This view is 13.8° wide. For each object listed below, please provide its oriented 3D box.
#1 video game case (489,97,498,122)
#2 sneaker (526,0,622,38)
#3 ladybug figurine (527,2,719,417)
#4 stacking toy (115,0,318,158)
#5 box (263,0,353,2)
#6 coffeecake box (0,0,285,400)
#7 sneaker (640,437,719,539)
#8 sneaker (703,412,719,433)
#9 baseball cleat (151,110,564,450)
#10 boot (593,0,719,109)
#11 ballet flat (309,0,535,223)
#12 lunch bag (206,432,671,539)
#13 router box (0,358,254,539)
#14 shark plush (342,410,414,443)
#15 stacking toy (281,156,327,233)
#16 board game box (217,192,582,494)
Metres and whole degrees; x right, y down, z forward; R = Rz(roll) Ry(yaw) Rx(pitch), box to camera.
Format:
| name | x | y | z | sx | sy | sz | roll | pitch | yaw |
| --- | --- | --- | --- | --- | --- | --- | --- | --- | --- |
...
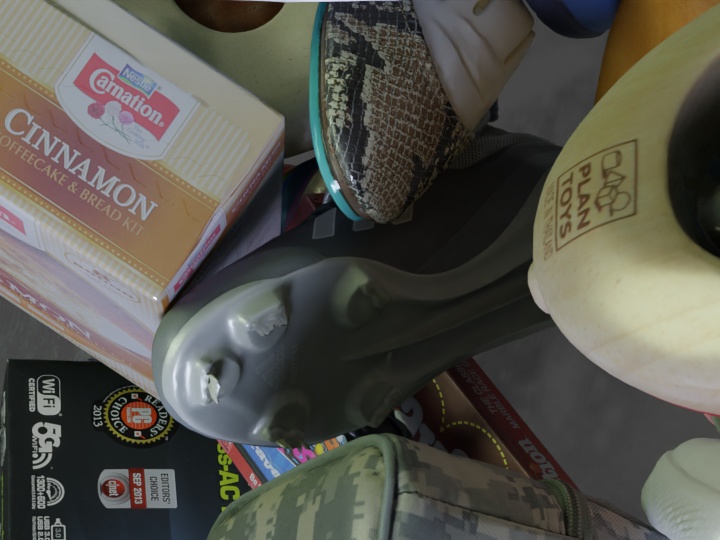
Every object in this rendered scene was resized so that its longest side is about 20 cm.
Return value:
| name | x | y | z | sx | sy | sz | roll | pitch | yaw |
| --- | --- | --- | --- | --- | --- | --- | --- | --- | --- |
| video game case | 0.025 | -0.164 | 1.124 | 0.143 | 0.019 | 0.202 | -139 | 46 | -75 |
| sneaker | 0.076 | -0.158 | 0.908 | 0.074 | 0.082 | 0.201 | -79 | -16 | -50 |
| ladybug figurine | 0.137 | -0.019 | 0.744 | 0.199 | 0.072 | 0.136 | -15 | 50 | 26 |
| stacking toy | -0.064 | -0.081 | 1.175 | 0.200 | 0.145 | 0.147 | 118 | 159 | -68 |
| box | -0.015 | -0.207 | 0.913 | 0.177 | 0.096 | 0.201 | -55 | -36 | -59 |
| coffeecake box | -0.107 | -0.039 | 0.989 | 0.073 | 0.153 | 0.200 | -55 | -5 | -11 |
| sneaker | 0.151 | 0.060 | 0.761 | 0.200 | 0.075 | 0.089 | 19 | 84 | 60 |
| sneaker | 0.145 | -0.046 | 0.843 | 0.095 | 0.078 | 0.201 | -78 | 7 | -81 |
| baseball cleat | 0.000 | 0.000 | 0.969 | 0.106 | 0.199 | 0.070 | 34 | 127 | 43 |
| boot | 0.099 | -0.093 | 0.867 | 0.202 | 0.070 | 0.144 | -69 | -19 | 3 |
| ballet flat | 0.021 | -0.085 | 0.973 | 0.075 | 0.068 | 0.200 | -21 | 25 | 10 |
| lunch bag | 0.039 | 0.164 | 0.819 | 0.139 | 0.167 | 0.201 | -34 | 45 | 56 |
| router box | -0.055 | 0.126 | 1.068 | 0.062 | 0.149 | 0.201 | 104 | 164 | -48 |
| shark plush | 0.011 | 0.115 | 0.958 | 0.201 | 0.090 | 0.083 | 61 | 162 | 19 |
| stacking toy | -0.013 | -0.011 | 1.163 | 0.200 | 0.085 | 0.086 | -174 | 98 | -72 |
| board game box | 0.018 | 0.077 | 1.007 | 0.200 | 0.019 | 0.103 | 51 | 126 | 34 |
